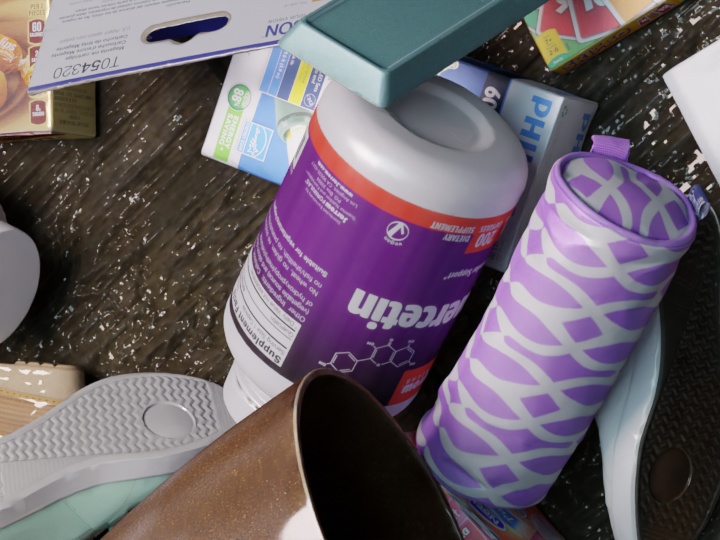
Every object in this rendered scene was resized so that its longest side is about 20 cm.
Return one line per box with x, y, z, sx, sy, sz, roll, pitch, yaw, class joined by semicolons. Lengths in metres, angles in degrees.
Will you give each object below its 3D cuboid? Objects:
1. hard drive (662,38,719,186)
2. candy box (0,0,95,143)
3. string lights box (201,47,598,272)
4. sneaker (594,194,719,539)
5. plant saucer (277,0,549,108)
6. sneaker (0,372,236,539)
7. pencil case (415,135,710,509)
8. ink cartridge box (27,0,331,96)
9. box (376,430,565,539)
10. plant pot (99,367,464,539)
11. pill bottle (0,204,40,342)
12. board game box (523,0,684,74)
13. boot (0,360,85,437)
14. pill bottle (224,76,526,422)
0.259;-0.048;1.237;0.132;0.026;0.200;-31;76;21;hard drive
-0.223;-0.178;1.452;0.115;0.055;0.201;-2;89;25;candy box
0.021;-0.079;1.332;0.200;0.059;0.103;22;98;24;string lights box
0.149;0.057;1.275;0.085;0.073;0.201;9;98;54;sneaker
0.046;-0.144;1.230;0.070;0.200;0.019;33;133;23;plant saucer
-0.159;0.135;1.382;0.074;0.200;0.118;48;146;37;sneaker
0.096;0.028;1.216;0.200;0.084;0.086;-63;30;30;pencil case
-0.077;-0.179;1.339;0.196;0.043;0.200;-8;53;25;ink cartridge box
0.003;0.186;1.310;0.200;0.103;0.095;-47;71;18;box
-0.064;0.176;1.176;0.200;0.187;0.187;-28;77;17;plant pot
-0.293;-0.022;1.441;0.200;0.112;0.113;23;98;29;pill bottle
0.104;-0.219;1.317;0.095;0.030;0.200;-31;74;22;board game box
-0.256;0.134;1.448;0.200;0.072;0.167;4;88;22;boot
0.000;0.000;1.242;0.112;0.112;0.200;39;123;21;pill bottle
